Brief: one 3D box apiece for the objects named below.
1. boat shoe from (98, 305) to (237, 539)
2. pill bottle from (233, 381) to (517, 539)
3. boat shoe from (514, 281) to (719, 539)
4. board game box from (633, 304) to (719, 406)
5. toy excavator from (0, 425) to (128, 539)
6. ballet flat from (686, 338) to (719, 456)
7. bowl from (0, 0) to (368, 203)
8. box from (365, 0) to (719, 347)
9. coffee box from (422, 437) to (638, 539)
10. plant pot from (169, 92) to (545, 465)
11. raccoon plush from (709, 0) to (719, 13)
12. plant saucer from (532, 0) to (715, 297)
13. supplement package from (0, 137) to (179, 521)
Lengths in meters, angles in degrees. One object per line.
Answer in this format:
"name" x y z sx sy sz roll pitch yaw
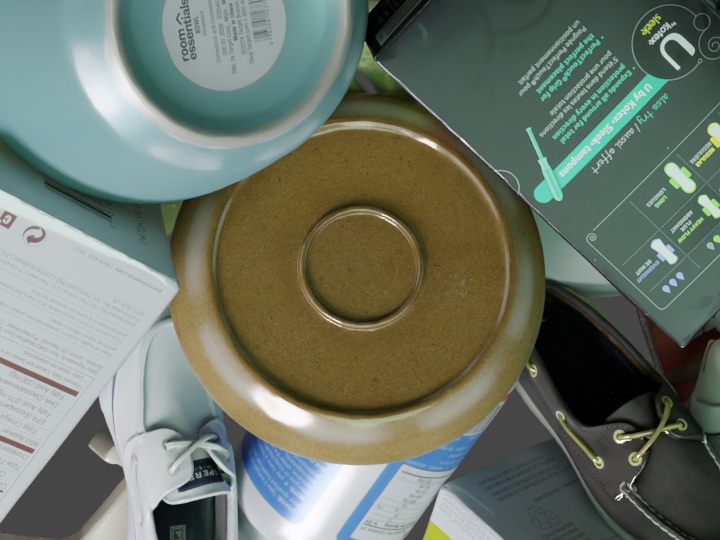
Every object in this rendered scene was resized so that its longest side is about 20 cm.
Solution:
"boat shoe" -0.096 0.112 0.914 0.074 0.065 0.200 -13 99 -32
"pill bottle" -0.006 0.102 0.946 0.112 0.112 0.200 24 114 -27
"boat shoe" 0.146 0.087 0.919 0.072 0.201 0.061 -33 147 -14
"board game box" 0.268 0.013 1.001 0.200 0.019 0.103 -28 124 -5
"toy excavator" -0.207 0.177 0.936 0.200 0.100 0.195 8 95 -27
"ballet flat" 0.233 0.044 0.949 0.064 0.067 0.200 41 86 -30
"bowl" -0.076 -0.121 0.747 0.201 0.105 0.201 -6 104 -26
"box" 0.114 -0.086 0.792 0.200 0.149 0.124 41 99 -12
"coffee box" 0.153 0.232 0.976 0.200 0.200 0.198 -15 132 -42
"plant pot" 0.000 0.000 0.853 0.200 0.027 0.200 1 79 -6
"raccoon plush" 0.242 -0.155 0.829 0.200 0.134 0.097 11 119 -21
"plant saucer" 0.155 -0.060 0.920 0.200 0.050 0.200 -7 123 -11
"supplement package" -0.199 0.027 0.842 0.117 0.117 0.200 29 112 -28
